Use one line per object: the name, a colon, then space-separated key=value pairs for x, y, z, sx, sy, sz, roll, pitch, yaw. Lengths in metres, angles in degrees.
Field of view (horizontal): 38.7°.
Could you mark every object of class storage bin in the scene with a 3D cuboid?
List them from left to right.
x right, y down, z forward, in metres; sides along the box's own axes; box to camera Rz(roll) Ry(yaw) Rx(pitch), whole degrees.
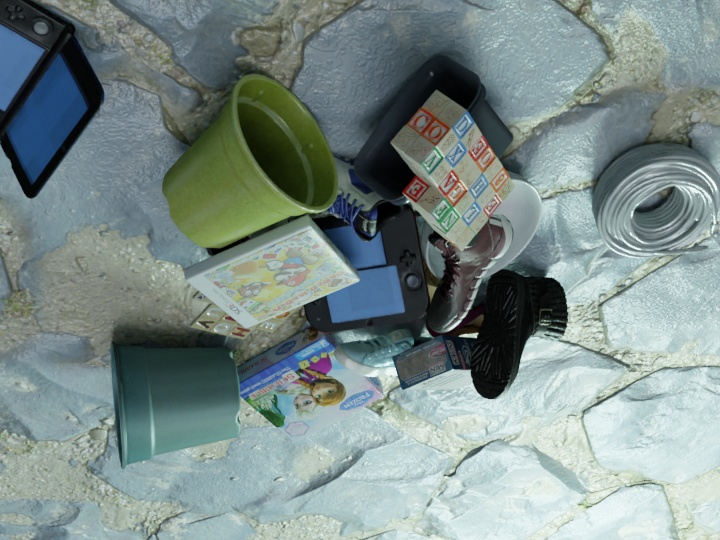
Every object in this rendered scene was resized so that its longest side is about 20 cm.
storage bin: x=0.105 y=-0.169 z=1.410 sx=0.201 sy=0.145 sz=0.134 roll=-53 pitch=135 yaw=4

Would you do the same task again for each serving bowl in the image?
serving bowl: x=0.174 y=-0.076 z=1.544 sx=0.197 sy=0.066 sz=0.202 roll=-17 pitch=138 yaw=-16

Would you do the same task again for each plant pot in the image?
plant pot: x=-0.301 y=0.210 z=1.671 sx=0.193 sy=0.202 sz=0.202 roll=-4 pitch=134 yaw=-17
plant pot: x=-0.161 y=-0.127 z=1.377 sx=0.183 sy=0.203 sz=0.200 roll=-30 pitch=132 yaw=29

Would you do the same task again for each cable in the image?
cable: x=0.456 y=-0.107 z=1.579 sx=0.196 sy=0.070 sz=0.202 roll=-9 pitch=133 yaw=0

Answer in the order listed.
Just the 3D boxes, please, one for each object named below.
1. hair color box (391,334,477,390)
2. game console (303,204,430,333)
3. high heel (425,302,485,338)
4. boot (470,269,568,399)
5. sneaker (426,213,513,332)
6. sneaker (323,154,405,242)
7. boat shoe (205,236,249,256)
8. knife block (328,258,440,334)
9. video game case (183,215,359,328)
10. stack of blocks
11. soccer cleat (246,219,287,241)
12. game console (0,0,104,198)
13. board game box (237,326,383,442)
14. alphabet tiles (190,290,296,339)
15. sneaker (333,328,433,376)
hair color box: x=0.146 y=0.152 z=1.678 sx=0.099 sy=0.061 sz=0.199 roll=-26 pitch=163 yaw=26
game console: x=0.000 y=0.000 z=1.554 sx=0.197 sy=0.031 sz=0.180 roll=-8 pitch=108 yaw=12
high heel: x=0.197 y=0.098 z=1.706 sx=0.197 sy=0.097 sz=0.068 roll=8 pitch=132 yaw=-16
boot: x=0.261 y=0.107 z=1.647 sx=0.157 sy=0.079 sz=0.215 roll=15 pitch=88 yaw=-49
sneaker: x=0.126 y=-0.009 z=1.485 sx=0.114 sy=0.076 sz=0.202 roll=19 pitch=109 yaw=-38
sneaker: x=-0.020 y=-0.104 z=1.465 sx=0.196 sy=0.116 sz=0.081 roll=0 pitch=133 yaw=-10
boat shoe: x=-0.209 y=-0.048 z=1.524 sx=0.066 sy=0.057 sz=0.201 roll=-22 pitch=133 yaw=8
knife block: x=0.029 y=0.048 z=1.653 sx=0.197 sy=0.065 sz=0.176 roll=17 pitch=129 yaw=-24
video game case: x=-0.123 y=0.007 z=1.468 sx=0.198 sy=0.023 sz=0.182 roll=-23 pitch=148 yaw=13
stack of blocks: x=0.112 y=-0.122 z=1.301 sx=0.115 sy=0.058 sz=0.200 roll=-49 pitch=145 yaw=-2
soccer cleat: x=-0.128 y=-0.029 z=1.522 sx=0.077 sy=0.070 sz=0.201 roll=-16 pitch=147 yaw=-27
game console: x=-0.436 y=-0.221 z=1.280 sx=0.169 sy=0.119 sz=0.200 roll=27 pitch=123 yaw=-31
board game box: x=-0.092 y=0.198 z=1.788 sx=0.198 sy=0.041 sz=0.200 roll=-29 pitch=131 yaw=17
alphabet tiles: x=-0.165 y=0.041 z=1.537 sx=0.165 sy=0.008 sz=0.200 roll=16 pitch=136 yaw=-36
sneaker: x=0.046 y=0.128 z=1.724 sx=0.198 sy=0.074 sz=0.083 roll=7 pitch=118 yaw=-38
